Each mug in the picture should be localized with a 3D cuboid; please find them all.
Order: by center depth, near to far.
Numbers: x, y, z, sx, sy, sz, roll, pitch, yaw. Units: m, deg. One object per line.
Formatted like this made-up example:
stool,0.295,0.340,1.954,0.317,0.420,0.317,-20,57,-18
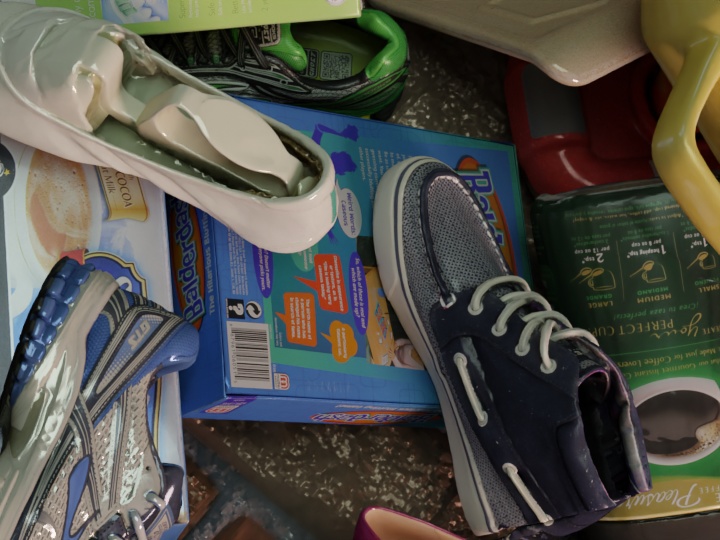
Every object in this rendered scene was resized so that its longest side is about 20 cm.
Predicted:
mug,0.206,-0.096,0.736,0.149,0.187,0.153,-37,104,22

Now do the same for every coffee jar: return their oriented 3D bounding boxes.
coffee jar,0.148,0.054,0.825,0.104,0.085,0.201,-7,92,0

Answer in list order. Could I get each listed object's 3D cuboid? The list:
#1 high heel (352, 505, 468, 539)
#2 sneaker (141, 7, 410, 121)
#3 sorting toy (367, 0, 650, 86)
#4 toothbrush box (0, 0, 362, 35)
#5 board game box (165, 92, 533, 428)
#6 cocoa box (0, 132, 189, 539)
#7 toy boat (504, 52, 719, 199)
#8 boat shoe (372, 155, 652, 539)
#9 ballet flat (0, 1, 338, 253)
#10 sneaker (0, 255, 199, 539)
high heel,0.087,0.165,0.756,0.199,0.096,0.067,4,36,22
sneaker,-0.070,-0.120,0.865,0.199,0.085,0.078,-2,73,-10
sorting toy,0.123,-0.161,0.886,0.185,0.200,0.037,-28,123,-18
toothbrush box,-0.109,-0.180,0.829,0.199,0.146,0.086,-7,118,-6
board game box,0.000,0.000,0.821,0.199,0.045,0.153,7,69,-35
cocoa box,-0.156,0.037,0.774,0.131,0.133,0.201,-3,74,-12
toy boat,0.184,-0.100,0.881,0.199,0.131,0.131,-5,74,-12
boat shoe,0.076,0.031,0.777,0.075,0.093,0.201,-16,85,-40
ballet flat,-0.096,-0.073,0.717,0.200,0.069,0.070,27,70,-5
sneaker,-0.114,0.097,0.658,0.085,0.077,0.201,19,74,-12
